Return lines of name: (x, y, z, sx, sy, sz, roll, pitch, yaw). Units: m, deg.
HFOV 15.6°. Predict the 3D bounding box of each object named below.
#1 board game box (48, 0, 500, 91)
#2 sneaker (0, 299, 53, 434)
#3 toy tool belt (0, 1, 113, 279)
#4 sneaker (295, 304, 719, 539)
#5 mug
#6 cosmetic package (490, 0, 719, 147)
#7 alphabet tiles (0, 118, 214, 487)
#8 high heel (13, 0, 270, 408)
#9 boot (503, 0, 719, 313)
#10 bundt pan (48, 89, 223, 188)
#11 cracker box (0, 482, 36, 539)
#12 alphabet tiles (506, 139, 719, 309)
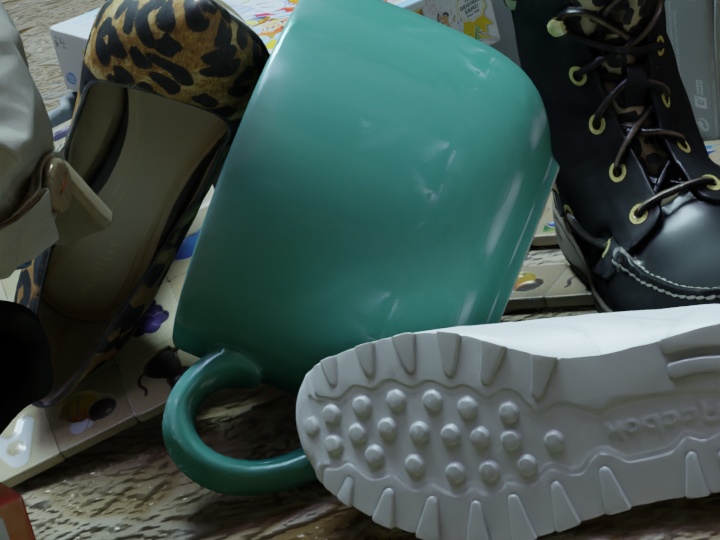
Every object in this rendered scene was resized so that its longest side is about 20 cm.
board game box: (-0.045, -0.112, 1.236, 0.134, 0.034, 0.200, -25, 22, -24)
sneaker: (-0.177, 0.053, 0.896, 0.087, 0.074, 0.200, -7, 15, 33)
toy tool belt: (-0.197, -0.028, 0.922, 0.200, 0.123, 0.125, -8, 61, 7)
sneaker: (0.076, 0.048, 0.919, 0.200, 0.077, 0.080, -3, 12, 19)
mug: (0.003, -0.007, 1.011, 0.114, 0.185, 0.152, 21, 15, 2)
cosmetic package: (0.128, -0.135, 1.283, 0.200, 0.090, 0.107, 22, 41, 39)
alphabet tiles: (-0.134, 0.008, 1.120, 0.166, 0.006, 0.200, -26, 42, -1)
high heel: (-0.089, -0.024, 0.998, 0.071, 0.143, 0.200, 20, -15, -7)
boot: (0.108, -0.060, 1.022, 0.073, 0.151, 0.200, -17, 20, -5)
bundt pan: (-0.051, -0.059, 1.260, 0.201, 0.076, 0.202, -13, 21, 5)
cracker box: (-0.215, 0.107, 0.971, 0.134, 0.058, 0.200, -24, 21, -25)
alphabet tiles: (0.138, -0.023, 1.134, 0.200, 0.008, 0.167, -3, 23, 28)
